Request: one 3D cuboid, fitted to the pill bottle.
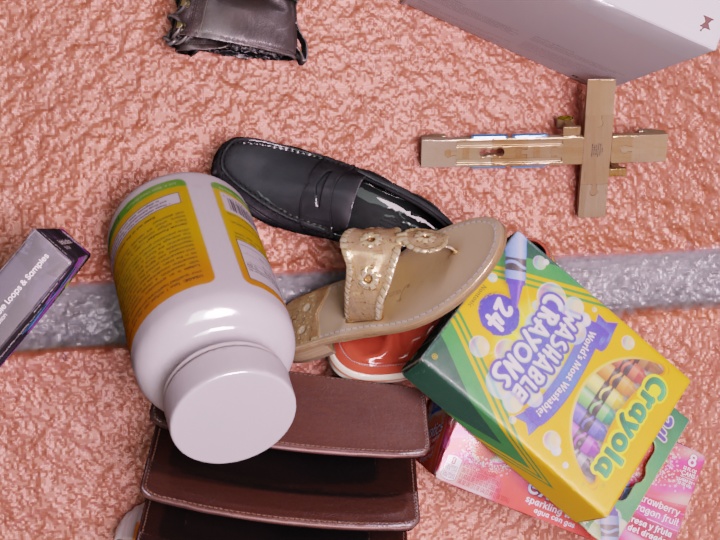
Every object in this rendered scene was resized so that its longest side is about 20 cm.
[{"bbox_3d":[-0.108,0.031,0.755,0.110,0.201,0.112,-11,132,-13],"label":"pill bottle"}]

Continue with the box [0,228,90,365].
[{"bbox_3d":[-0.244,0.036,0.742,0.036,0.200,0.143,39,85,-8],"label":"box"}]

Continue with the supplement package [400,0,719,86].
[{"bbox_3d":[0.157,-0.246,0.802,0.190,0.200,0.148,21,88,-9],"label":"supplement package"}]

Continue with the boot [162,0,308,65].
[{"bbox_3d":[-0.122,-0.251,0.823,0.198,0.069,0.176,11,89,-11],"label":"boot"}]

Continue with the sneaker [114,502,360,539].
[{"bbox_3d":[-0.090,0.221,0.837,0.198,0.078,0.078,8,114,-1],"label":"sneaker"}]

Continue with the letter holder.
[{"bbox_3d":[-0.055,0.152,0.782,0.198,0.143,0.101,8,119,-5],"label":"letter holder"}]

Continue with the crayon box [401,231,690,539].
[{"bbox_3d":[0.145,0.086,0.783,0.200,0.052,0.126,40,67,-2],"label":"crayon box"}]

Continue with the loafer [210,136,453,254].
[{"bbox_3d":[-0.017,-0.056,0.839,0.199,0.070,0.069,22,72,-9],"label":"loafer"}]

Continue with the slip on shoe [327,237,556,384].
[{"bbox_3d":[0.065,0.027,0.849,0.198,0.061,0.074,-21,52,-8],"label":"slip on shoe"}]

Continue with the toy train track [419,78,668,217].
[{"bbox_3d":[0.146,-0.101,0.887,0.198,0.033,0.116,-2,114,-3],"label":"toy train track"}]

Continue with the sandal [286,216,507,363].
[{"bbox_3d":[0.000,0.004,0.790,0.211,0.078,0.070,-26,131,32],"label":"sandal"}]

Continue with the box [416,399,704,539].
[{"bbox_3d":[0.151,0.145,0.859,0.199,0.100,0.096,23,88,-8],"label":"box"}]
